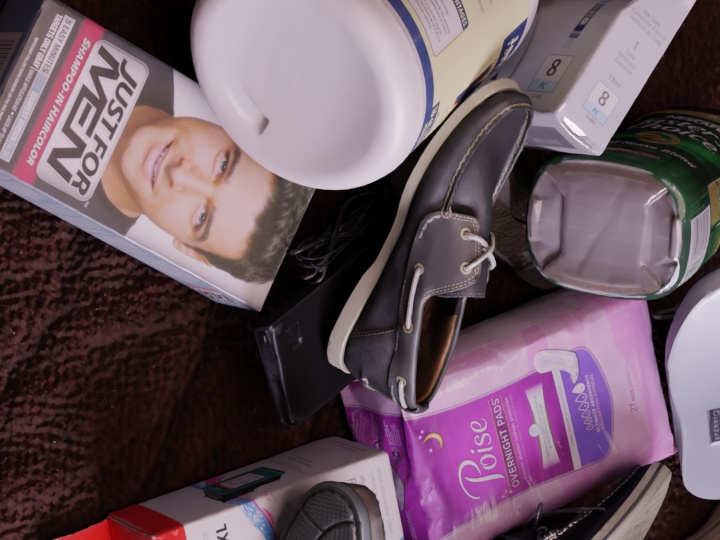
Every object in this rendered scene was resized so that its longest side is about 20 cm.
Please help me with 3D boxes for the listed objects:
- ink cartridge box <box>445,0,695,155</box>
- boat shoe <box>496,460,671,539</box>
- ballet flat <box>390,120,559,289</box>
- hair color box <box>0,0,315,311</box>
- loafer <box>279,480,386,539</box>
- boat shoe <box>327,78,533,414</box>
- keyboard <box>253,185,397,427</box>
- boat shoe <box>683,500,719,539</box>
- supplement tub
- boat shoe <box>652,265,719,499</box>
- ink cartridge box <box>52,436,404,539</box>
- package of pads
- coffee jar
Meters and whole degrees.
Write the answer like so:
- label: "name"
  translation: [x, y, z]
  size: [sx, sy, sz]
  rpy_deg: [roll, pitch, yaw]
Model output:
- label: "ink cartridge box"
  translation: [0.132, -0.164, 1.559]
  size: [0.047, 0.160, 0.201]
  rpy_deg: [38, 76, -28]
- label: "boat shoe"
  translation: [0.110, 0.175, 1.566]
  size: [0.200, 0.075, 0.062]
  rpy_deg: [-41, 67, -21]
- label: "ballet flat"
  translation: [0.076, -0.045, 1.573]
  size: [0.067, 0.047, 0.200]
  rpy_deg: [-35, 143, 20]
- label: "hair color box"
  translation: [-0.126, -0.065, 1.479]
  size: [0.199, 0.061, 0.099]
  rpy_deg: [29, 80, -29]
- label: "loafer"
  translation: [-0.013, 0.213, 1.497]
  size: [0.063, 0.072, 0.201]
  rpy_deg: [-6, 108, -49]
- label: "boat shoe"
  translation: [0.053, -0.013, 1.483]
  size: [0.072, 0.068, 0.201]
  rpy_deg: [-3, 124, -54]
- label: "keyboard"
  translation: [0.000, 0.000, 1.555]
  size: [0.200, 0.039, 0.105]
  rpy_deg: [-38, 131, -39]
- label: "boat shoe"
  translation: [0.237, 0.207, 1.705]
  size: [0.200, 0.065, 0.072]
  rpy_deg: [-45, 114, -18]
- label: "supplement tub"
  translation: [0.013, -0.151, 1.475]
  size: [0.200, 0.144, 0.146]
  rpy_deg: [-45, 116, -44]
- label: "boat shoe"
  translation: [0.224, 0.050, 1.646]
  size: [0.074, 0.086, 0.203]
  rpy_deg: [-9, 138, 2]
- label: "ink cartridge box"
  translation: [-0.072, 0.183, 1.527]
  size: [0.199, 0.067, 0.117]
  rpy_deg: [-18, 105, -27]
- label: "package of pads"
  translation: [0.094, 0.088, 1.608]
  size: [0.199, 0.076, 0.121]
  rpy_deg: [-22, 105, -26]
- label: "coffee jar"
  translation: [0.183, -0.045, 1.586]
  size: [0.200, 0.104, 0.086]
  rpy_deg: [-25, 121, -61]
